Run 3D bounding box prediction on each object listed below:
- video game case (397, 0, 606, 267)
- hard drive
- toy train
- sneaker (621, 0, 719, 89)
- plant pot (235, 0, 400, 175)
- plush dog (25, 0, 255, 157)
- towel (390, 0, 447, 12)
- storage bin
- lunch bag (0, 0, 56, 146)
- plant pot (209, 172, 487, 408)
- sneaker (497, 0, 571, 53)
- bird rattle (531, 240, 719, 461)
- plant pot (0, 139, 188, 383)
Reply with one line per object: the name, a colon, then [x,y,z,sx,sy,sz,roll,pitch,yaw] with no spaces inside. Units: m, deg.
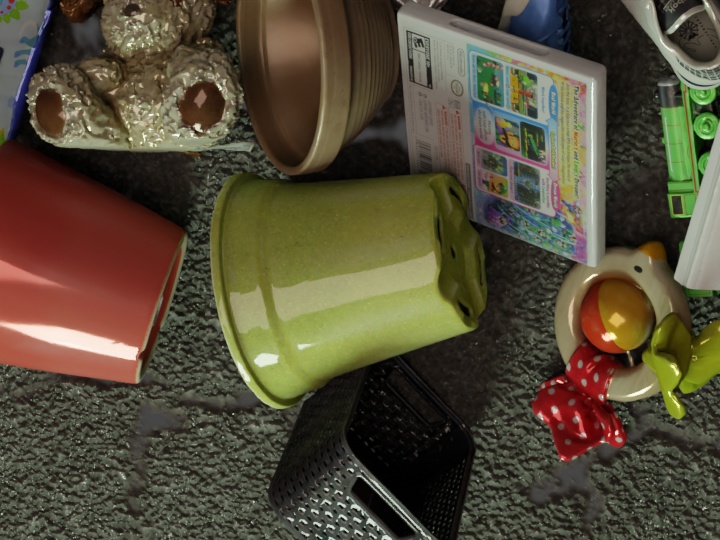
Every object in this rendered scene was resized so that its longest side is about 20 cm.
video game case: [0.115,-0.108,1.538,0.181,0.024,0.201,22,141,27]
hard drive: [0.333,-0.080,1.516,0.131,0.026,0.202,2,113,-28]
toy train: [0.279,-0.071,1.568,0.056,0.042,0.202,-2,107,27]
sneaker: [0.230,-0.232,1.493,0.076,0.080,0.200,-40,82,13]
plant pot: [-0.028,-0.184,1.566,0.092,0.201,0.203,-9,109,-22]
plush dog: [-0.169,-0.189,1.619,0.198,0.160,0.174,-1,87,23]
towel: [0.032,-0.330,1.560,0.200,0.032,0.191,39,113,1]
storage bin: [0.013,0.170,1.625,0.094,0.200,0.135,-40,102,23]
lunch bag: [-0.379,-0.206,1.673,0.198,0.128,0.171,19,109,-4]
plant pot: [0.000,0.000,1.577,0.183,0.200,0.202,-11,104,21]
sneaker: [0.160,-0.172,1.539,0.111,0.077,0.201,33,123,9]
bird rattle: [0.223,0.063,1.605,0.199,0.112,0.165,-24,76,49]
plant pot: [-0.255,0.006,1.671,0.176,0.201,0.202,19,111,-1]
